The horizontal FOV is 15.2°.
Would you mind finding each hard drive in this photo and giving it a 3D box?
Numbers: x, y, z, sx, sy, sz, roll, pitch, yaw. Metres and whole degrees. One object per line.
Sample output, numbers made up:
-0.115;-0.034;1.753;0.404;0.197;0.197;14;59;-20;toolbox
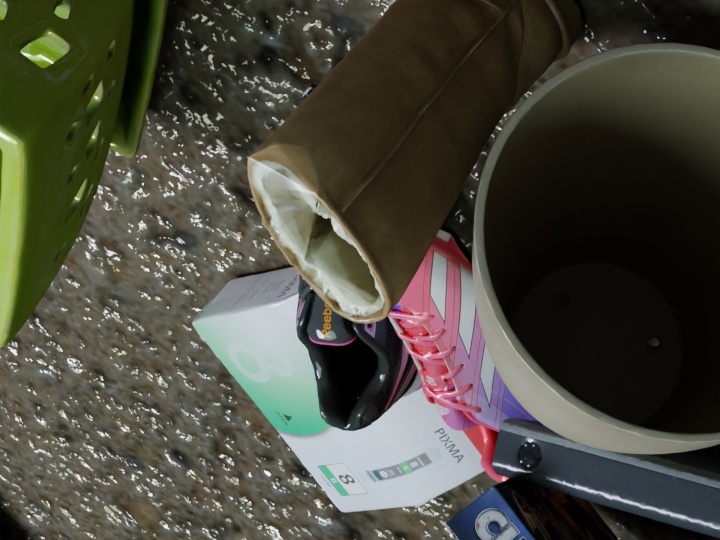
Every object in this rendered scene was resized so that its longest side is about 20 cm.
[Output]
0.187;0.119;1.412;0.199;0.033;0.139;14;-179;32;hard drive

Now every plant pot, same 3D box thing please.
0.132;0.015;1.307;0.187;0.188;0.200;35;162;5;plant pot
-0.214;-0.113;1.454;0.199;0.182;0.200;31;145;10;plant pot

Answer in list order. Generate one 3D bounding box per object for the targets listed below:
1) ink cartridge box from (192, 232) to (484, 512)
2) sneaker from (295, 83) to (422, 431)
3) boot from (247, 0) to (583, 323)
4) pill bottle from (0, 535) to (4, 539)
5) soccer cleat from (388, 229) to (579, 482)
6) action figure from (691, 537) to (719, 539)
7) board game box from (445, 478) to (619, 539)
0.017;0.064;1.566;0.200;0.050;0.161;-10;123;51;ink cartridge box
0.000;0.000;1.449;0.080;0.086;0.201;3;122;26;sneaker
0.010;-0.105;1.238;0.175;0.200;0.066;50;144;-17;boot
-0.314;0.228;2.001;0.116;0.116;0.200;-12;123;49;pill bottle
0.052;0.040;1.432;0.067;0.077;0.200;29;169;46;soccer cleat
0.204;0.205;1.448;0.065;0.099;0.200;-15;149;15;action figure
0.119;0.171;1.467;0.136;0.035;0.200;52;-170;8;board game box
